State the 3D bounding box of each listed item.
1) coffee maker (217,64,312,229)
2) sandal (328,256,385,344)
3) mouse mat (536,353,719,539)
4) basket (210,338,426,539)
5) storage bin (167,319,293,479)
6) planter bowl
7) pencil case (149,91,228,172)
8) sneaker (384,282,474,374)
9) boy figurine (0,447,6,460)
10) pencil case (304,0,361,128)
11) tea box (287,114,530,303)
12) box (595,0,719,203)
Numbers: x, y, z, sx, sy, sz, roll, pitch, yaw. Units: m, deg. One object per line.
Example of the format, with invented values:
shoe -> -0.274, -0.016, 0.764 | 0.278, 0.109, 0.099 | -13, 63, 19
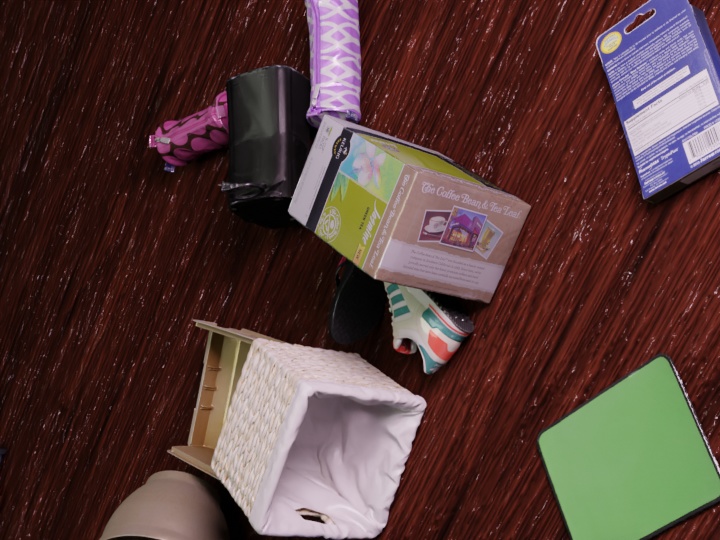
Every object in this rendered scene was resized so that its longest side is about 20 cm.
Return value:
coffee maker -> -0.125, -0.182, 1.593 | 0.132, 0.192, 0.204 | -5, 75, 4
sandal -> 0.000, 0.000, 1.499 | 0.045, 0.074, 0.204 | 3, 77, 55
mouse mat -> 0.276, 0.201, 1.179 | 0.200, 0.007, 0.163 | -42, 53, 37
basket -> -0.057, 0.213, 1.423 | 0.160, 0.196, 0.203 | 32, 106, 51
storage bin -> -0.187, 0.189, 1.652 | 0.197, 0.093, 0.204 | 12, 91, 49
planter bowl -> -0.276, 0.383, 1.660 | 0.199, 0.199, 0.136 | -32, 32, 40
pencil case -> -0.253, -0.228, 1.819 | 0.198, 0.093, 0.093 | -18, 68, 45
sneaker -> 0.056, 0.049, 1.417 | 0.200, 0.070, 0.094 | 46, 110, 41
boy figurine -> -0.776, 0.456, 2.300 | 0.123, 0.064, 0.204 | 8, 85, 47
pencil case -> -0.043, -0.298, 1.597 | 0.083, 0.084, 0.204 | -19, 67, 47
tea box -> 0.057, -0.072, 1.345 | 0.196, 0.198, 0.136 | 36, 108, 47
box -> 0.325, -0.188, 1.186 | 0.120, 0.032, 0.203 | -32, 60, 40
